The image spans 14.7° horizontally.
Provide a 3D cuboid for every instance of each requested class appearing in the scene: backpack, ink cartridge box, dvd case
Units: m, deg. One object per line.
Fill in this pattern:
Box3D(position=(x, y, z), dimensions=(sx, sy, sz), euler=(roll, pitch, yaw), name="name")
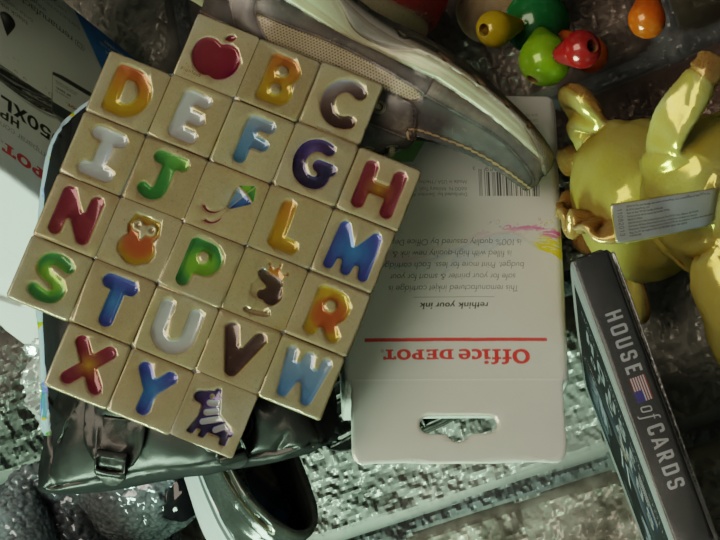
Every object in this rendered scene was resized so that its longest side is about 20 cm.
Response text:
Box3D(position=(-0.093, 0.000, 1.426), dimensions=(0.163, 0.154, 0.201), euler=(-12, 93, 15), name="backpack")
Box3D(position=(-0.191, -0.068, 1.596), dimensions=(0.084, 0.145, 0.200), euler=(-35, 36, 24), name="ink cartridge box")
Box3D(position=(0.140, 0.090, 1.359), dimensions=(0.025, 0.200, 0.151), euler=(-19, 70, 1), name="dvd case")
Box3D(position=(0.046, 0.013, 1.445), dimensions=(0.117, 0.067, 0.201), euler=(0, 70, -3), name="ink cartridge box")

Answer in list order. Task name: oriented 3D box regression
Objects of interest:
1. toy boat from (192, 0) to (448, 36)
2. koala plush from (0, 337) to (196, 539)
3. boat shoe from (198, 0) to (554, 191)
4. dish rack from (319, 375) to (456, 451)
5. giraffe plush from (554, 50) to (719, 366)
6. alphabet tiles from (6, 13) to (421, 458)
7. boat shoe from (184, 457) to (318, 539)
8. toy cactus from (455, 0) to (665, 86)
Box3D(position=(-0.038, -0.195, 1.512), dimensions=(0.200, 0.131, 0.131), euler=(31, 85, 6), name="toy boat")
Box3D(position=(-0.142, 0.125, 1.571), dimensions=(0.184, 0.177, 0.200), euler=(32, 107, 50), name="koala plush")
Box3D(position=(0.004, -0.093, 1.418), dimensions=(0.200, 0.074, 0.073), euler=(33, 98, 1), name="boat shoe")
Box3D(position=(0.000, 0.000, 1.513), dimensions=(0.153, 0.055, 0.200), euler=(-26, 73, -10), name="dish rack")
Box3D(position=(0.172, -0.029, 1.383), dimensions=(0.162, 0.200, 0.173), euler=(11, 92, 65), name="giraffe plush")
Box3D(position=(-0.071, -0.018, 1.364), dimensions=(0.166, 0.006, 0.200), euler=(22, 81, 4), name="alphabet tiles")
Box3D(position=(-0.078, 0.063, 1.508), dimensions=(0.057, 0.069, 0.200), euler=(-27, 86, 47), name="boat shoe")
Box3D(position=(0.098, -0.167, 1.469), dimensions=(0.165, 0.102, 0.200), euler=(-34, 41, 53), name="toy cactus")
